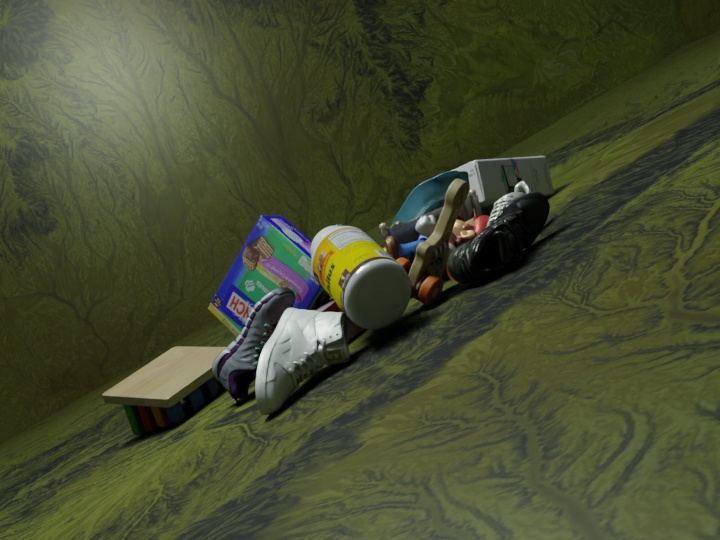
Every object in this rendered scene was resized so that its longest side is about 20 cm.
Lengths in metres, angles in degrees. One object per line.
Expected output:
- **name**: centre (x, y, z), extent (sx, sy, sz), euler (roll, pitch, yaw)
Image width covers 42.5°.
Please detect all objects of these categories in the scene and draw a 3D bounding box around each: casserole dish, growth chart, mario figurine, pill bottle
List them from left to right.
- **pill bottle**: centre (-0.008, 0.002, 1.418), extent (0.108, 0.110, 0.200), euler (-29, 31, -10)
- **growth chart**: centre (0.128, -0.081, 1.645), extent (0.197, 0.018, 0.145), euler (-22, -23, -6)
- **casserole dish**: centre (0.131, -0.112, 1.669), extent (0.119, 0.039, 0.200), euler (-16, -19, -24)
- **mario figurine**: centre (0.134, -0.065, 1.599), extent (0.196, 0.108, 0.124), euler (-14, 22, -8)

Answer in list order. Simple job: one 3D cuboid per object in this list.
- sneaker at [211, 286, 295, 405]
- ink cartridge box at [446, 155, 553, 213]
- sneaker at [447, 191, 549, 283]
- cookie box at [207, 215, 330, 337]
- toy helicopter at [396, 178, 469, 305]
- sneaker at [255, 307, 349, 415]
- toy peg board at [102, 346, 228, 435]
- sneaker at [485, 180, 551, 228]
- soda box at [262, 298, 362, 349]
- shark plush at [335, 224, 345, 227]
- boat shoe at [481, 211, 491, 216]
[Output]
- **sneaker**: centre (-0.158, 0.124, 1.507), extent (0.074, 0.088, 0.201), euler (19, -66, -48)
- **ink cartridge box**: centre (0.264, -0.166, 1.856), extent (0.197, 0.086, 0.144), euler (-8, -7, -35)
- **sneaker**: centre (0.231, -0.052, 1.398), extent (0.198, 0.077, 0.114), euler (-35, 9, -20)
- **cookie box**: centre (-0.146, 0.036, 1.596), extent (0.202, 0.171, 0.075), euler (-58, -23, 17)
- **toy helicopter**: centre (0.130, -0.046, 1.453), extent (0.132, 0.078, 0.203), euler (-5, -61, -58)
- **sneaker**: centre (-0.075, 0.126, 1.337), extent (0.113, 0.075, 0.201), euler (-1, 40, 17)
- **toy peg board**: centre (-0.345, 0.234, 1.763), extent (0.197, 0.099, 0.199), euler (-3, 22, 39)
- **sneaker**: centre (0.241, -0.078, 1.533), extent (0.076, 0.081, 0.200), euler (-21, 11, 41)
- **soda box**: centre (-0.064, 0.102, 1.508), extent (0.063, 0.071, 0.199), euler (-26, 6, 46)
- **shark plush**: centre (0.000, 0.000, 1.669), extent (0.091, 0.083, 0.200), euler (-39, -35, -3)
- **boat shoe**: centre (0.216, -0.084, 1.795), extent (0.199, 0.061, 0.073), euler (-34, 7, -39)
